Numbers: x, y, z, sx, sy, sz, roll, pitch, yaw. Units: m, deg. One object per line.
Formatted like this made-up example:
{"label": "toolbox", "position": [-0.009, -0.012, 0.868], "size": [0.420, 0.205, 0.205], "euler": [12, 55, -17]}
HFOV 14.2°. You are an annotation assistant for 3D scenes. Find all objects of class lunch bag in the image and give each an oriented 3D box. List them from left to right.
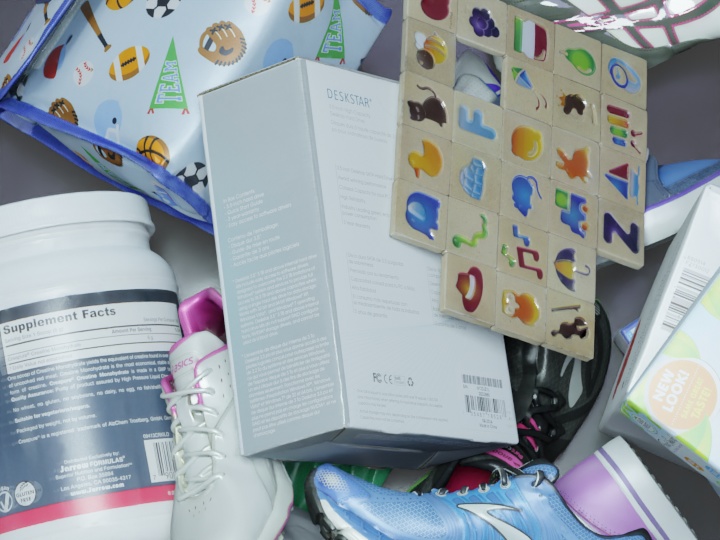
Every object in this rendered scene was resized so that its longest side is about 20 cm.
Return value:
{"label": "lunch bag", "position": [-0.115, -0.132, 1.653], "size": [0.199, 0.124, 0.171], "euler": [27, 80, 40]}

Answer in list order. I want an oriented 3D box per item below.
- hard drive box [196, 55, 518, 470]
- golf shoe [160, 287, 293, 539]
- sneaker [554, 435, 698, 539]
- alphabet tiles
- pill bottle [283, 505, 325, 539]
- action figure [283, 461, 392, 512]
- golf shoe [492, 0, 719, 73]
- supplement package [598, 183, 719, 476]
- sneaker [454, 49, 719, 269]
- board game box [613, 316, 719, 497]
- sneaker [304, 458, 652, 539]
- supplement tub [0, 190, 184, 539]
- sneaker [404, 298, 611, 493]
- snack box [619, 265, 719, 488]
{"label": "hard drive box", "position": [0.000, 0.000, 1.556], "size": [0.076, 0.155, 0.201], "euler": [-17, 73, 36]}
{"label": "golf shoe", "position": [-0.080, 0.091, 1.546], "size": [0.075, 0.201, 0.092], "euler": [-29, 119, 27]}
{"label": "sneaker", "position": [0.159, 0.203, 1.622], "size": [0.114, 0.073, 0.201], "euler": [-39, 98, -2]}
{"label": "alphabet tiles", "position": [0.090, -0.054, 1.584], "size": [0.166, 0.008, 0.201], "euler": [19, 60, -28]}
{"label": "pill bottle", "position": [-0.073, 0.233, 1.596], "size": [0.104, 0.104, 0.201], "euler": [34, 100, 6]}
{"label": "action figure", "position": [-0.020, 0.104, 1.655], "size": [0.117, 0.055, 0.201], "euler": [11, 88, 4]}
{"label": "golf shoe", "position": [0.173, -0.149, 1.701], "size": [0.198, 0.077, 0.089], "euler": [8, 99, 5]}
{"label": "supplement package", "position": [0.208, 0.045, 1.551], "size": [0.119, 0.200, 0.122], "euler": [21, 82, 4]}
{"label": "sneaker", "position": [0.111, -0.070, 1.672], "size": [0.199, 0.081, 0.147], "euler": [-21, 86, 2]}
{"label": "board game box", "position": [0.284, 0.065, 1.670], "size": [0.199, 0.041, 0.201], "euler": [-34, 82, -5]}
{"label": "sneaker", "position": [0.065, 0.139, 1.551], "size": [0.199, 0.079, 0.090], "euler": [19, 81, -7]}
{"label": "supplement tub", "position": [-0.162, 0.068, 1.619], "size": [0.139, 0.140, 0.201], "euler": [-11, 80, -2]}
{"label": "sneaker", "position": [0.087, 0.101, 1.636], "size": [0.076, 0.084, 0.201], "euler": [31, 85, -15]}
{"label": "snack box", "position": [0.243, 0.029, 1.425], "size": [0.142, 0.053, 0.200], "euler": [36, 84, 7]}
